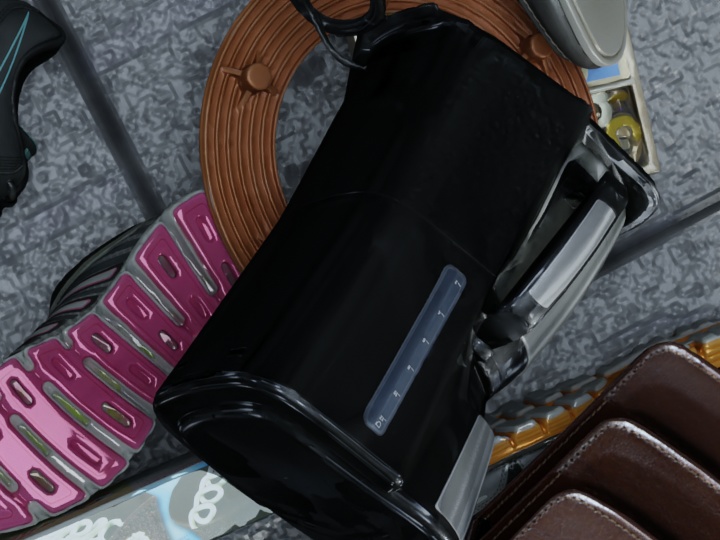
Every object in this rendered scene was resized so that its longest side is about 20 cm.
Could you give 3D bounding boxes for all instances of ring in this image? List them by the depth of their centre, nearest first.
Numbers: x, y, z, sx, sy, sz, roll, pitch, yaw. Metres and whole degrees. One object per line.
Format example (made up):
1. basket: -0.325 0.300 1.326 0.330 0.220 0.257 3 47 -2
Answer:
1. ring: 0.023 -0.055 1.280 0.200 0.019 0.201 3 83 -23

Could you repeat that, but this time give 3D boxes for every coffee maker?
1. coffee maker: 0.000 0.000 1.186 0.192 0.135 0.200 31 64 2

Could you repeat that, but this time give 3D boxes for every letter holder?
1. letter holder: 0.157 0.147 1.184 0.200 0.101 0.142 43 105 -4

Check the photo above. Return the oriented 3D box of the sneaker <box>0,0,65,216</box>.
1. sneaker: -0.193 -0.037 1.273 0.079 0.075 0.200 15 87 -9

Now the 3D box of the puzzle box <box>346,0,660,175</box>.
1. puzzle box: 0.057 -0.128 1.333 0.133 0.025 0.200 -14 90 -7

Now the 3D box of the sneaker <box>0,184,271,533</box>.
1. sneaker: -0.122 0.044 1.270 0.074 0.087 0.200 44 74 -9

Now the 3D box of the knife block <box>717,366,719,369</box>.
1. knife block: 0.221 0.121 1.287 0.200 0.064 0.176 -3 115 -13

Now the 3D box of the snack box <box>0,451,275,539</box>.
1. snack box: -0.127 0.125 1.256 0.200 0.116 0.037 -23 91 -7

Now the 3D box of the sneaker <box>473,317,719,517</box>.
1. sneaker: 0.116 0.087 1.311 0.200 0.078 0.077 -22 97 -8

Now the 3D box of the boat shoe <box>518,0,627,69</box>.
1. boat shoe: 0.067 -0.184 1.300 0.057 0.067 0.200 -19 93 37
